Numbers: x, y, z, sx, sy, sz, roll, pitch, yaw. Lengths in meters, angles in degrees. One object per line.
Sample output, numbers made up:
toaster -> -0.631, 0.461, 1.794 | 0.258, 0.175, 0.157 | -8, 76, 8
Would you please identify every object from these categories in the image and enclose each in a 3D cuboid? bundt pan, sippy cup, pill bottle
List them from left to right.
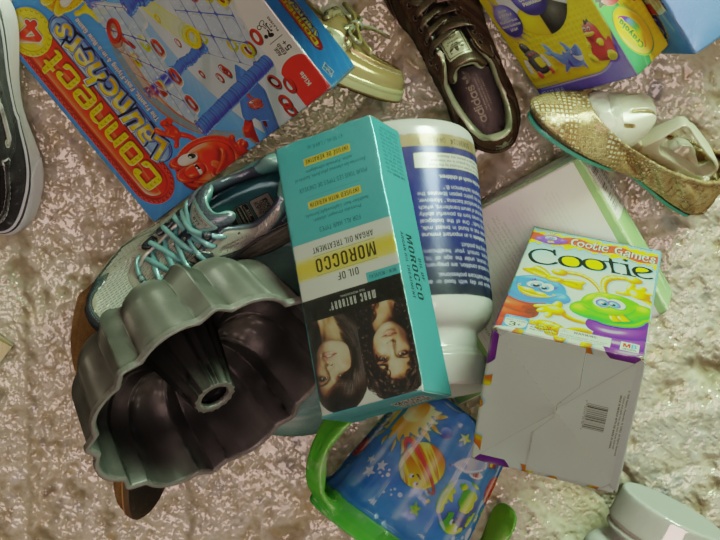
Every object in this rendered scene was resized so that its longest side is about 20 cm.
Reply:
bundt pan -> -0.125, 0.068, 0.968 | 0.202, 0.202, 0.076 | -41, 58, 4
pill bottle -> 0.040, -0.005, 0.996 | 0.115, 0.116, 0.201 | -6, 77, -3
sippy cup -> 0.049, 0.168, 1.056 | 0.139, 0.178, 0.131 | 31, 85, 26
pill bottle -> 0.218, 0.288, 1.090 | 0.113, 0.113, 0.200 | 25, 97, -8

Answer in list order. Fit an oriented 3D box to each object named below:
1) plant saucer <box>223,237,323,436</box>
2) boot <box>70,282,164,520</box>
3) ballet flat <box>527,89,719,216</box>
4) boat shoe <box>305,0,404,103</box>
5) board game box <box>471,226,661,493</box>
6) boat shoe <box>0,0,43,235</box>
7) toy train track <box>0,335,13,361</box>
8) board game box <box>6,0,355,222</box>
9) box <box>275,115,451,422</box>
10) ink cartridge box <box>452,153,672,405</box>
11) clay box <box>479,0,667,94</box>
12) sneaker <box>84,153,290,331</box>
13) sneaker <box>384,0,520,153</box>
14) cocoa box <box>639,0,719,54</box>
plant saucer -> -0.057, 0.044, 1.063 | 0.199, 0.036, 0.201 | 0, 101, -1
boot -> -0.192, 0.102, 1.066 | 0.075, 0.074, 0.201 | 6, 102, 22
ballet flat -> 0.217, -0.104, 1.017 | 0.200, 0.071, 0.065 | 20, 130, -35
boat shoe -> -0.046, -0.196, 1.009 | 0.200, 0.073, 0.063 | 30, 99, -8
board game box -> 0.153, 0.056, 0.948 | 0.103, 0.200, 0.105 | 12, 114, 11
boat shoe -> -0.289, -0.111, 0.985 | 0.071, 0.068, 0.201 | 12, 120, 14
toy train track -> -0.368, 0.012, 1.044 | 0.200, 0.033, 0.115 | 38, 95, -10
board game box -> -0.142, -0.169, 0.975 | 0.196, 0.056, 0.200 | -34, 101, 29
box -> 0.000, 0.000, 0.922 | 0.082, 0.049, 0.201 | -18, 74, 23
ink cartridge box -> 0.132, 0.007, 1.072 | 0.200, 0.048, 0.146 | -27, 101, 25
clay box -> 0.132, -0.229, 0.982 | 0.048, 0.115, 0.200 | -45, 108, -24
sneaker -> -0.127, -0.027, 0.985 | 0.200, 0.086, 0.078 | -38, 76, -13
sneaker -> 0.074, -0.185, 1.018 | 0.070, 0.076, 0.200 | -30, 101, 2
cocoa box -> 0.280, -0.271, 0.987 | 0.200, 0.133, 0.131 | -35, 101, 2
